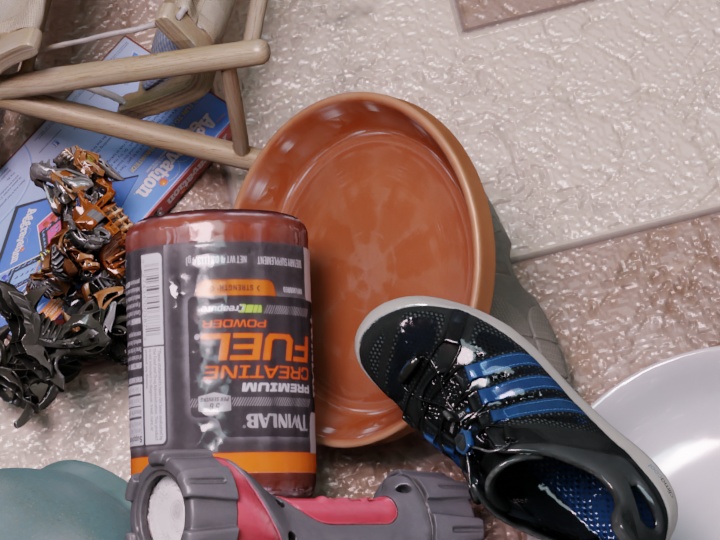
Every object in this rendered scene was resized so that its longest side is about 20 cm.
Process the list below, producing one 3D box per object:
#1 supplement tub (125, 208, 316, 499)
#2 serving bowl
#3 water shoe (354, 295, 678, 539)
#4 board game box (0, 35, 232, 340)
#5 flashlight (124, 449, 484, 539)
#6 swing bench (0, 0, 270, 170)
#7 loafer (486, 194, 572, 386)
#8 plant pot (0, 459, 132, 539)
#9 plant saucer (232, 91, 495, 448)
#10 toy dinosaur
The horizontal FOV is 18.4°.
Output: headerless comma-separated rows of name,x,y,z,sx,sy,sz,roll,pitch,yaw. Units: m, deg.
supplement tub,-0.077,0.071,1.236,0.106,0.107,0.202,-3,84,7
serving bowl,0.192,0.139,1.185,0.199,0.066,0.201,-16,47,18
water shoe,0.074,0.082,1.143,0.199,0.079,0.072,34,112,15
board game box,-0.173,-0.048,1.378,0.103,0.019,0.200,34,72,24
flashlight,-0.026,0.129,1.169,0.068,0.199,0.068,30,111,48
swing bench,-0.134,-0.175,1.356,0.198,0.130,0.200,4,57,6
loafer,0.065,0.029,1.278,0.063,0.072,0.201,-44,49,32
plant pot,-0.172,0.185,1.177,0.200,0.201,0.134,30,43,21
plant saucer,0.000,0.000,1.264,0.199,0.032,0.202,-4,84,42
toy dinosaur,-0.150,0.026,1.293,0.135,0.102,0.200,-19,59,-30
